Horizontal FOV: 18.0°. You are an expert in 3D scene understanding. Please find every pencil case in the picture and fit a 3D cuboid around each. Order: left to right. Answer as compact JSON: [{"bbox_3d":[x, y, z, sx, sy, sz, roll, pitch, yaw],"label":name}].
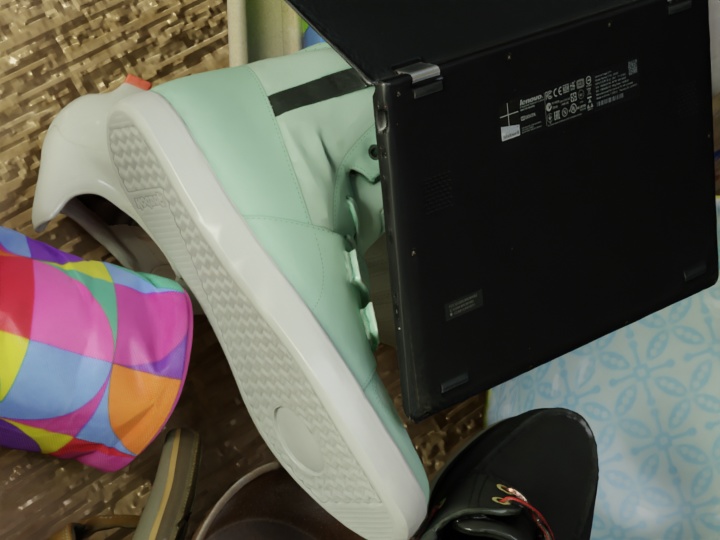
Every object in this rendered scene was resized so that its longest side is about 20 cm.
[{"bbox_3d":[-0.161,0.011,0.837,0.200,0.088,0.089,22,61,-29],"label":"pencil case"}]

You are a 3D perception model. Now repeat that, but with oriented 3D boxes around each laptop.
[{"bbox_3d":[0.037,-0.072,0.891,0.187,0.116,0.200,-21,113,-41],"label":"laptop"}]

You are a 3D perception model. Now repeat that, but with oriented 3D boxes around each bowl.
[{"bbox_3d":[0.148,0.065,1.008,0.200,0.108,0.201,0,93,-2],"label":"bowl"}]

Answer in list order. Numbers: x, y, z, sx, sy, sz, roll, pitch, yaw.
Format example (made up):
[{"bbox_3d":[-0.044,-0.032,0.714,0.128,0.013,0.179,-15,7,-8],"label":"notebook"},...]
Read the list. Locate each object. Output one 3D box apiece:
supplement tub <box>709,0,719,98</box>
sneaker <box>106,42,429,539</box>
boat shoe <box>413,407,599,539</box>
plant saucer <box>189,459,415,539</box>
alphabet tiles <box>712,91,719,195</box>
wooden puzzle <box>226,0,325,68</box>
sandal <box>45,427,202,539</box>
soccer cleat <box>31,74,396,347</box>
[{"bbox_3d":[0.172,-0.187,1.116,0.144,0.144,0.200,-21,86,-39],"label":"supplement tub"},{"bbox_3d":[0.000,0.000,0.876,0.118,0.074,0.201,-25,79,-27],"label":"sneaker"},{"bbox_3d":[0.051,0.118,0.868,0.074,0.063,0.201,43,43,-4],"label":"boat shoe"},{"bbox_3d":[-0.019,0.174,0.875,0.200,0.034,0.201,32,49,-46],"label":"plant saucer"},{"bbox_3d":[0.168,-0.057,1.050,0.200,0.167,0.008,-24,73,-39],"label":"alphabet tiles"},{"bbox_3d":[0.038,-0.141,0.983,0.200,0.046,0.186,3,73,-20],"label":"wooden puzzle"},{"bbox_3d":[-0.111,0.136,0.839,0.054,0.080,0.200,26,61,3],"label":"sandal"},{"bbox_3d":[-0.045,-0.004,0.942,0.200,0.069,0.078,29,62,-16],"label":"soccer cleat"}]
